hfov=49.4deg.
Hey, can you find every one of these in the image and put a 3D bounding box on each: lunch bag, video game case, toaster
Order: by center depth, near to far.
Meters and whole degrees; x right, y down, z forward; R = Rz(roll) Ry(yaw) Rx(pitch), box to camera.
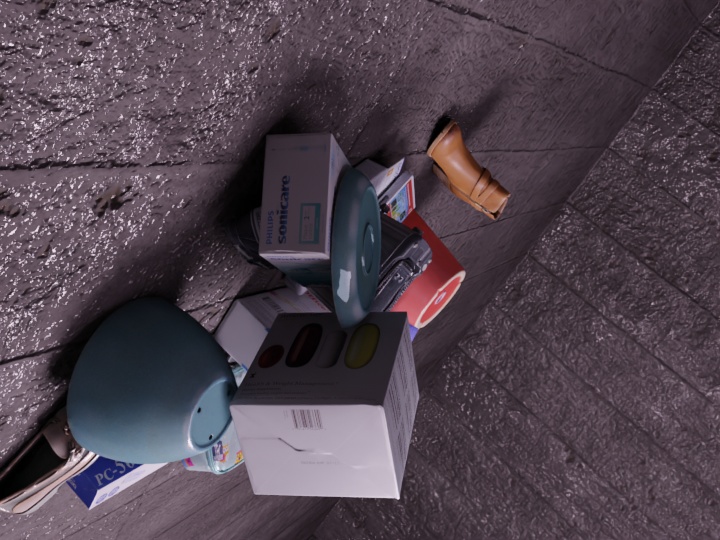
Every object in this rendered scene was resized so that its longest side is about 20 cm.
[{"bbox_3d":[0.000,0.000,1.142,0.201,0.129,0.114,-53,154,1],"label":"toaster"},{"bbox_3d":[-0.211,0.224,1.255,0.200,0.076,0.162,-20,110,-62],"label":"lunch bag"},{"bbox_3d":[0.018,-0.063,1.290,0.200,0.017,0.143,-48,165,-9],"label":"video game case"}]

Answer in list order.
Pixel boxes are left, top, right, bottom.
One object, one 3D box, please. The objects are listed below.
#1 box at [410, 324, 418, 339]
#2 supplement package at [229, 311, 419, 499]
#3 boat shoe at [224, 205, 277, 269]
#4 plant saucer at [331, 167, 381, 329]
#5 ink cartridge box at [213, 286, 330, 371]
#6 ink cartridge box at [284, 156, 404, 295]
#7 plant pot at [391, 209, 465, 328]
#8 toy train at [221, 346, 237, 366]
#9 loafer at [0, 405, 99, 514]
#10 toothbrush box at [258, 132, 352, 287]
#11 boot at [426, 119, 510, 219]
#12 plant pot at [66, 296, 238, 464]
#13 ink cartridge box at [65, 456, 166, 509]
[{"bbox_3d":[0.015,0.072,1.353,0.042,0.119,0.200,-61,-152,-4],"label":"box"},{"bbox_3d":[-0.035,0.166,1.004,0.200,0.189,0.148,-69,153,-59],"label":"supplement package"},{"bbox_3d":[-0.126,-0.034,1.038,0.067,0.072,0.200,-13,170,7],"label":"boat shoe"},{"bbox_3d":[-0.001,-0.027,0.979,0.200,0.027,0.202,2,90,-78],"label":"plant saucer"},{"bbox_3d":[-0.111,0.106,1.239,0.085,0.144,0.200,-55,162,22],"label":"ink cartridge box"},{"bbox_3d":[-0.027,-0.078,1.233,0.200,0.043,0.197,-41,162,-37],"label":"ink cartridge box"},{"bbox_3d":[0.085,-0.001,1.450,0.200,0.177,0.201,-44,163,-17],"label":"plant pot"},{"bbox_3d":[-0.200,0.125,1.231,0.034,0.046,0.200,-58,160,18],"label":"toy train"},{"bbox_3d":[-0.376,0.224,0.962,0.200,0.072,0.063,-47,156,2],"label":"loafer"},{"bbox_3d":[-0.056,-0.068,0.982,0.200,0.084,0.148,47,44,-72],"label":"toothbrush box"},{"bbox_3d":[0.196,-0.172,1.393,0.077,0.155,0.200,-44,163,-14],"label":"boot"},{"bbox_3d":[-0.227,0.148,0.939,0.200,0.134,0.202,-46,146,-45],"label":"plant pot"},{"bbox_3d":[-0.321,0.241,1.089,0.200,0.094,0.044,-23,150,-56],"label":"ink cartridge box"}]
